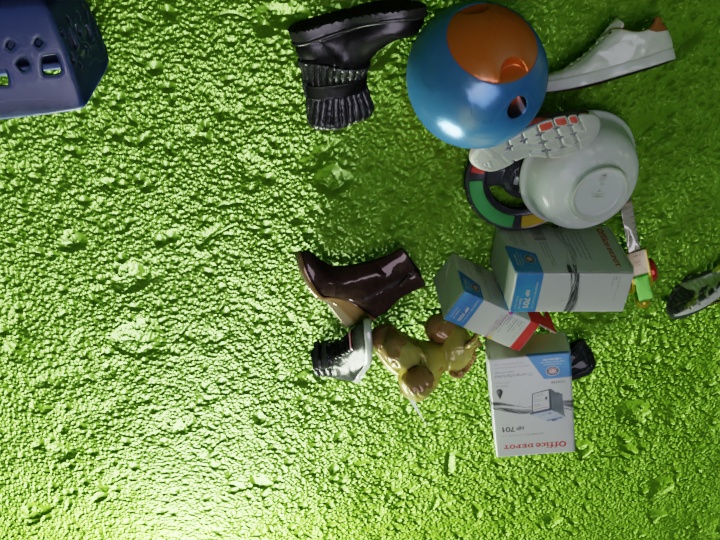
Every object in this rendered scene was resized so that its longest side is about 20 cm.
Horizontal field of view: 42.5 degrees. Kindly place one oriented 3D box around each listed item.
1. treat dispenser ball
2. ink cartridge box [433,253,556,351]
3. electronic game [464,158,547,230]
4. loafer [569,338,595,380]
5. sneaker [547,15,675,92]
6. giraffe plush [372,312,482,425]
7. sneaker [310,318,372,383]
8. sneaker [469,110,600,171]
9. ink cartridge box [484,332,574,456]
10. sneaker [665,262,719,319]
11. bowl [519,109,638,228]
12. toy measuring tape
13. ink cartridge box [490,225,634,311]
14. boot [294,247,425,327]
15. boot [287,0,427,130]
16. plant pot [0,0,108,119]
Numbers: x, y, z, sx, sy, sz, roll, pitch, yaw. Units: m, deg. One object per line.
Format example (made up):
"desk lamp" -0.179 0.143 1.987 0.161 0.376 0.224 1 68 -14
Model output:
"treat dispenser ball" 0.163 -0.272 1.299 0.198 0.202 0.203 -3 126 -4
"ink cartridge box" 0.231 0.061 1.593 0.198 0.117 0.068 24 119 -21
"electronic game" 0.265 -0.153 1.493 0.197 0.042 0.202 -3 126 -4
"loafer" 0.337 0.184 1.728 0.199 0.068 0.071 -23 104 15
"sneaker" 0.360 -0.323 1.382 0.197 0.073 0.086 -16 95 12
"giraffe plush" 0.130 0.147 1.634 0.161 0.172 0.201 -35 113 -7
"sneaker" -0.035 0.142 1.617 0.098 0.072 0.201 5 150 -9
"sneaker" 0.256 -0.215 1.387 0.197 0.083 0.078 -11 136 9
"ink cartridge box" 0.304 0.222 1.655 0.144 0.086 0.203 -6 111 6
"sneaker" 0.644 0.038 1.650 0.199 0.075 0.085 -33 123 16
"bowl" 0.356 -0.139 1.447 0.198 0.091 0.203 -8 127 -11
"toy measuring tape" 0.469 -0.031 1.603 0.073 0.074 0.203 -15 103 4
"ink cartridge box" 0.330 -0.006 1.538 0.197 0.147 0.087 2 124 -8
"boot" 0.000 0.000 1.556 0.165 0.073 0.200 -30 129 12
"boot" 0.007 -0.296 1.336 0.208 0.080 0.159 -9 119 13
"plant pot" -0.454 -0.317 1.204 0.197 0.201 0.182 -5 120 -2
